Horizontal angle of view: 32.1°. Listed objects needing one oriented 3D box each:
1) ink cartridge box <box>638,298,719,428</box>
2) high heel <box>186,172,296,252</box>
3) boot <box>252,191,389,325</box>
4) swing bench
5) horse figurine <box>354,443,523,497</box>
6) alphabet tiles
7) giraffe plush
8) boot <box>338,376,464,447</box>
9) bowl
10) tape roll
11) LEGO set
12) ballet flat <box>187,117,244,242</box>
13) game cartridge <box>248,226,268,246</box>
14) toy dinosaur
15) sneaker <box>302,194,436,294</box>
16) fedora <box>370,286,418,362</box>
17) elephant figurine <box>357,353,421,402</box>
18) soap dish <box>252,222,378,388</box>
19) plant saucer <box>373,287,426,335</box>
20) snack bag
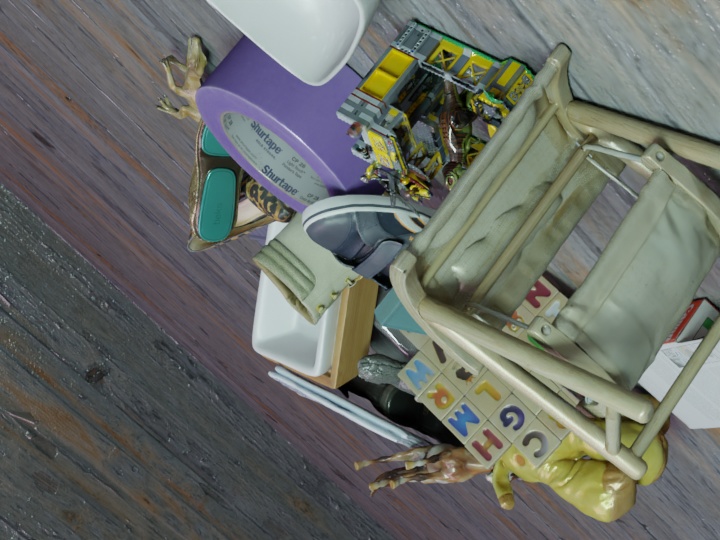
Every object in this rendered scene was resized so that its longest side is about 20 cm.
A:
[{"bbox_3d":[0.299,0.078,1.052,0.109,0.050,0.200,41,164,-6],"label":"ink cartridge box"},{"bbox_3d":[-0.134,-0.051,1.402,0.071,0.143,0.200,41,-175,-22],"label":"high heel"},{"bbox_3d":[0.000,0.000,1.315,0.200,0.155,0.072,42,164,-12],"label":"boot"},{"bbox_3d":[0.157,-0.008,0.844,0.199,0.199,0.130,32,164,23],"label":"swing bench"},{"bbox_3d":[0.077,0.219,1.386,0.200,0.131,0.050,156,108,-63],"label":"horse figurine"},{"bbox_3d":[0.132,0.081,1.179,0.200,0.167,0.006,44,-178,30],"label":"alphabet tiles"},{"bbox_3d":[0.197,0.130,1.240,0.198,0.173,0.163,-4,124,22],"label":"giraffe plush"},{"bbox_3d":[0.044,0.150,1.542,0.199,0.070,0.174,29,175,-39],"label":"boot"},{"bbox_3d":[-0.065,-0.244,0.920,0.199,0.075,0.200,40,166,-5],"label":"bowl"},{"bbox_3d":[-0.056,-0.134,1.197,0.199,0.085,0.200,36,164,12],"label":"tape roll"},{"bbox_3d":[0.065,-0.088,0.981,0.153,0.116,0.200,33,165,18],"label":"LEGO set"},{"bbox_3d":[-0.150,-0.128,1.330,0.070,0.201,0.065,6,-151,-25],"label":"ballet flat"},{"bbox_3d":[-0.075,-0.008,1.706,0.200,0.038,0.129,46,168,-24],"label":"game cartridge"},{"bbox_3d":[-0.172,-0.180,1.385,0.101,0.058,0.200,27,161,33],"label":"toy dinosaur"},{"bbox_3d":[0.042,-0.015,1.151,0.198,0.080,0.078,8,154,-24],"label":"sneaker"},{"bbox_3d":[0.062,0.064,1.479,0.176,0.091,0.200,20,156,50],"label":"fedora"},{"bbox_3d":[0.128,0.122,1.382,0.200,0.156,0.141,42,174,-30],"label":"elephant figurine"},{"bbox_3d":[-0.047,0.019,1.440,0.081,0.202,0.157,3,-171,-38],"label":"soap dish"},{"bbox_3d":[0.071,0.015,1.099,0.069,0.019,0.200,12,154,-12],"label":"plant saucer"},{"bbox_3d":[0.000,0.175,1.508,0.187,0.022,0.200,24,174,22],"label":"snack bag"}]
